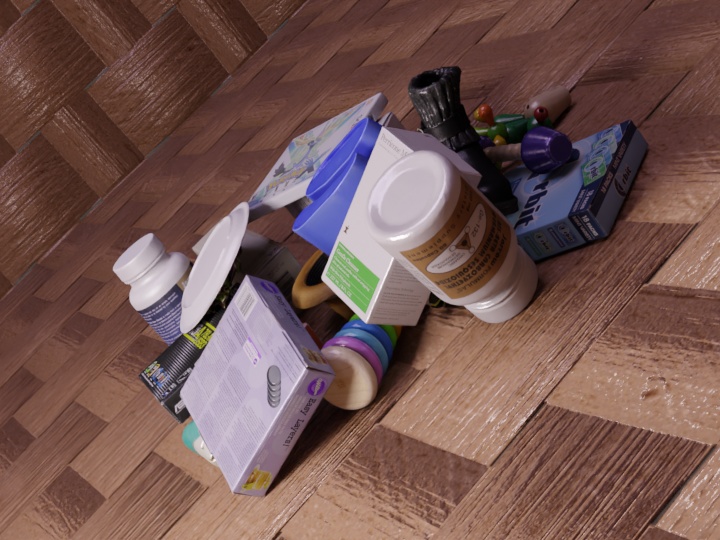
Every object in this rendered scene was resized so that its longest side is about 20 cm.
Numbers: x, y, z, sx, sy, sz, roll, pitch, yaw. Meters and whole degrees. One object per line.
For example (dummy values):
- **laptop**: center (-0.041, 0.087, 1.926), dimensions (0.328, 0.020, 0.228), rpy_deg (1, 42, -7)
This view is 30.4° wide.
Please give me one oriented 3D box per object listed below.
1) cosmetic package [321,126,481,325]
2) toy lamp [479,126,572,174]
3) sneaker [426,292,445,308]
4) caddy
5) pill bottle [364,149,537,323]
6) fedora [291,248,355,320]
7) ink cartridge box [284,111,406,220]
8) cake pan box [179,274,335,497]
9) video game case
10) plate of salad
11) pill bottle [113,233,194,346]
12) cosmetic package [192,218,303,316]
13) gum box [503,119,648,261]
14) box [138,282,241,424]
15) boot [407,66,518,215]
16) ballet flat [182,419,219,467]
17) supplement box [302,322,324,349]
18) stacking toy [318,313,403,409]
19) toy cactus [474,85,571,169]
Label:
- **cosmetic package**: center (0.045, -0.049, 1.522), dimensions (0.108, 0.084, 0.202), rpy_deg (41, 117, 44)
- **toy lamp**: center (0.192, -0.144, 1.614), dimensions (0.058, 0.058, 0.200), rpy_deg (-45, 18, -13)
- **sneaker**: center (0.101, -0.043, 1.635), dimensions (0.076, 0.076, 0.201), rpy_deg (95, -160, -44)
- **caddy**: center (0.003, -0.094, 1.666), dimensions (0.200, 0.104, 0.142), rpy_deg (-43, 21, 46)
- **pill bottle**: center (0.104, -0.029, 1.420), dimensions (0.113, 0.200, 0.115), rpy_deg (-24, 46, 28)
- **fedora**: center (0.000, 0.000, 1.758), dimensions (0.200, 0.082, 0.201), rpy_deg (-35, 18, 13)
- **ink cartridge box**: center (0.006, -0.112, 1.890), dimensions (0.199, 0.145, 0.084), rpy_deg (-27, 23, 36)
- **cake pan box**: center (-0.127, 0.132, 1.558), dimensions (0.185, 0.052, 0.200), rpy_deg (-58, 40, 16)
- **video game case**: center (-0.066, -0.159, 1.871), dimensions (0.199, 0.022, 0.183), rpy_deg (-23, 27, 44)
- **plate of salad**: center (-0.195, 0.000, 1.840), dimensions (0.201, 0.048, 0.201), rpy_deg (-53, 20, 29)
- **pill bottle**: center (-0.279, 0.044, 2.010), dimensions (0.111, 0.200, 0.111), rpy_deg (-35, 20, 15)
- **cosmetic package**: center (-0.156, 0.000, 1.962), dimensions (0.073, 0.104, 0.199), rpy_deg (-45, 34, -14)
- **gum box**: center (0.226, -0.081, 1.560), dimensions (0.199, 0.045, 0.171), rpy_deg (-23, 26, 44)
- **box**: center (-0.199, 0.106, 1.768), dimensions (0.193, 0.048, 0.200), rpy_deg (-45, 18, -8)
- **boot**: center (0.117, -0.152, 1.576), dimensions (0.078, 0.160, 0.211), rpy_deg (-16, 21, -12)
- **ballet flat**: center (-0.161, 0.205, 1.652), dimensions (0.199, 0.067, 0.071), rpy_deg (-29, 36, 36)
- **supplement box**: center (-0.127, 0.129, 1.746), dimensions (0.199, 0.069, 0.067), rpy_deg (-15, 29, 48)
- **stacking toy**: center (0.018, 0.073, 1.586), dimensions (0.085, 0.086, 0.200), rpy_deg (-23, 21, 40)
- **toy cactus**: center (0.213, -0.202, 1.799), dimensions (0.164, 0.103, 0.200), rpy_deg (-37, 9, -19)
